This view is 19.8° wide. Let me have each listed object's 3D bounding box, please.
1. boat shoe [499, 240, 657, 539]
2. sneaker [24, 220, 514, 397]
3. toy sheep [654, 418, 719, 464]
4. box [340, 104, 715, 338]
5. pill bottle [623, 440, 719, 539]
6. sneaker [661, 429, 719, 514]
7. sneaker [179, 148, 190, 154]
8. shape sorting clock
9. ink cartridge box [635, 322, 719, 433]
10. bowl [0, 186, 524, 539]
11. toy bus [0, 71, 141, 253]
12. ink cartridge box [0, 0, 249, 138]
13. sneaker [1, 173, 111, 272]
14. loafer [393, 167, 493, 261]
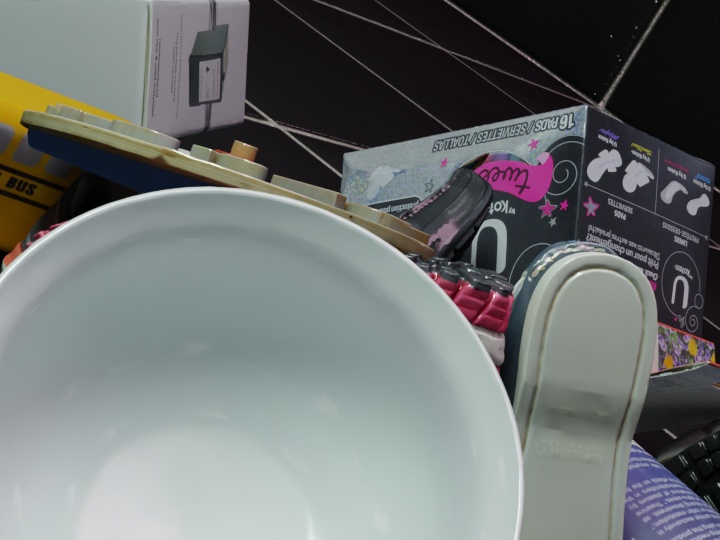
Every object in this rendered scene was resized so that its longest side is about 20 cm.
[{"bbox_3d":[0.066,0.085,0.834,0.074,0.201,0.062,9,6,-12],"label":"boat shoe"},{"bbox_3d":[-0.043,0.020,0.811,0.199,0.075,0.081,12,5,17],"label":"sneaker"},{"bbox_3d":[0.222,0.138,1.129,0.199,0.138,0.138,27,13,5],"label":"toy sheep"},{"bbox_3d":[0.093,-0.014,1.240,0.132,0.115,0.199,19,-19,-42],"label":"box"},{"bbox_3d":[0.124,0.152,0.891,0.111,0.111,0.200,16,20,-50],"label":"pill bottle"},{"bbox_3d":[0.179,0.117,0.979,0.087,0.199,0.076,2,73,-46],"label":"sneaker"},{"bbox_3d":[-0.056,0.000,1.176,0.199,0.076,0.105,32,-5,3],"label":"sneaker"},{"bbox_3d":[-0.059,-0.040,0.945,0.199,0.039,0.200,23,0,0],"label":"shape sorting clock"},{"bbox_3d":[0.143,0.057,1.166,0.199,0.051,0.109,-14,-23,42],"label":"ink cartridge box"},{"bbox_3d":[-0.051,0.078,0.720,0.200,0.090,0.202,7,61,-13],"label":"bowl"},{"bbox_3d":[-0.169,-0.050,1.035,0.199,0.079,0.065,19,18,-43],"label":"toy bus"},{"bbox_3d":[-0.161,-0.125,1.215,0.145,0.085,0.200,6,8,12],"label":"ink cartridge box"},{"bbox_3d":[-0.084,0.023,0.951,0.200,0.082,0.077,37,14,23],"label":"sneaker"},{"bbox_3d":[0.000,0.000,1.077,0.070,0.068,0.201,41,52,7],"label":"loafer"}]
